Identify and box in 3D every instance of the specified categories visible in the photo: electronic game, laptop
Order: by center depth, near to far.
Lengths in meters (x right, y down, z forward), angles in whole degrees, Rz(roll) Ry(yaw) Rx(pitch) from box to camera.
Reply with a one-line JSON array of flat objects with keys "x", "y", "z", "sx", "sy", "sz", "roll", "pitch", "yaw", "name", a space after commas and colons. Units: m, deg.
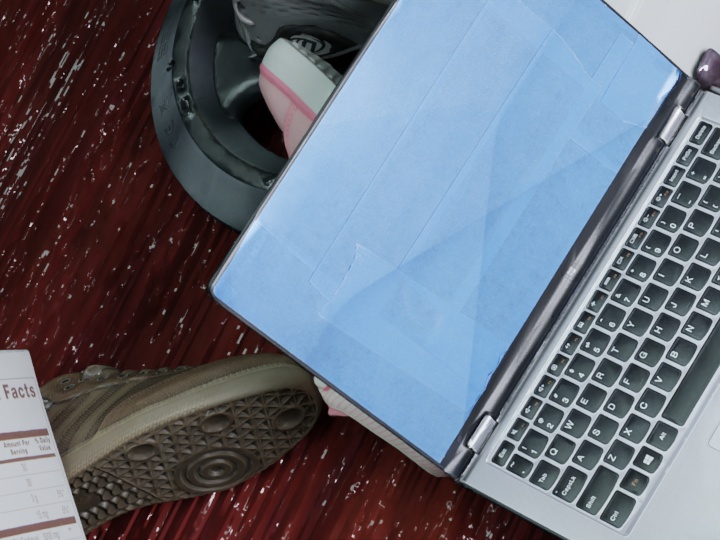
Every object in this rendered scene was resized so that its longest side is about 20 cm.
[{"x": 0.088, "y": -0.007, "z": 0.858, "sx": 0.200, "sy": 0.116, "sz": 0.188, "roll": 26, "pitch": 78, "yaw": 32, "name": "laptop"}, {"x": -0.006, "y": -0.103, "z": 1.097, "sx": 0.199, "sy": 0.042, "sz": 0.201, "roll": -8, "pitch": 66, "yaw": 19, "name": "electronic game"}]

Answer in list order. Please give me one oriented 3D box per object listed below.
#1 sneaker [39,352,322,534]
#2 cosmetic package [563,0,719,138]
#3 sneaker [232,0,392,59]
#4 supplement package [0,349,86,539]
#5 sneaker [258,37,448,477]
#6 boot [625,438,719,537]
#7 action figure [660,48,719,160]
[{"x": -0.113, "y": 0.069, "z": 1.053, "sx": 0.199, "sy": 0.070, "sz": 0.076, "roll": -25, "pitch": 53, "yaw": 15, "name": "sneaker"}, {"x": 0.120, "y": -0.123, "z": 1.003, "sx": 0.081, "sy": 0.113, "sz": 0.200, "roll": 18, "pitch": 72, "yaw": 35, "name": "cosmetic package"}, {"x": -0.066, "y": -0.144, "z": 1.033, "sx": 0.199, "sy": 0.116, "sz": 0.075, "roll": 25, "pitch": 63, "yaw": 2, "name": "sneaker"}, {"x": -0.183, "y": 0.145, "z": 0.972, "sx": 0.117, "sy": 0.117, "sz": 0.201, "roll": -22, "pitch": 82, "yaw": 19, "name": "supplement package"}, {"x": 0.000, "y": 0.000, "z": 0.995, "sx": 0.105, "sy": 0.075, "sz": 0.200, "roll": -42, "pitch": 78, "yaw": 10, "name": "sneaker"}, {"x": 0.188, "y": 0.088, "z": 0.879, "sx": 0.146, "sy": 0.070, "sz": 0.200, "roll": -28, "pitch": 54, "yaw": 6, "name": "boot"}, {"x": 0.214, "y": -0.031, "z": 0.925, "sx": 0.200, "sy": 0.069, "sz": 0.130, "roll": 19, "pitch": 66, "yaw": 32, "name": "action figure"}]
